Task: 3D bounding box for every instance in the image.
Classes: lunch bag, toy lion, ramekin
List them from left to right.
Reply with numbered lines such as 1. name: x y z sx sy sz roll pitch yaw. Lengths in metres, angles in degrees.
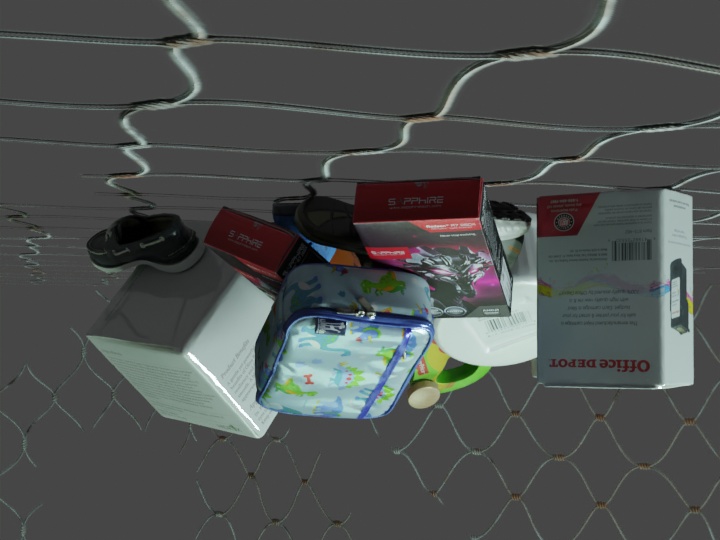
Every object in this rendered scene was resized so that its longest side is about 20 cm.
1. lunch bag: -0.017 0.076 1.333 0.160 0.083 0.200 7 144 -17
2. toy lion: 0.139 0.093 1.846 0.191 0.069 0.200 -16 136 2
3. ramekin: 0.167 0.029 1.572 0.200 0.098 0.201 -4 142 -3

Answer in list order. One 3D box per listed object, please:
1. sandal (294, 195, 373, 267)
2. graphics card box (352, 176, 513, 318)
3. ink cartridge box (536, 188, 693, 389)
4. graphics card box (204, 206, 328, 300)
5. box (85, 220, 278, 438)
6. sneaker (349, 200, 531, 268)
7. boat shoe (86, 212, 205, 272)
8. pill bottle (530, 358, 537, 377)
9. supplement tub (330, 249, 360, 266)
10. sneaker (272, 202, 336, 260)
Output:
1. sandal: 0.006 -0.030 1.429 0.201 0.080 0.057 16 126 -33
2. graphics card box: 0.076 -0.018 1.305 0.125 0.051 0.200 -2 151 15
3. ink cartridge box: 0.263 0.021 1.363 0.145 0.201 0.083 -2 176 36
4. graphics card box: -0.064 0.014 1.417 0.125 0.051 0.200 21 166 43
5. box: -0.178 0.066 1.596 0.200 0.199 0.171 5 142 43
6. sneaker: 0.084 -0.032 1.387 0.200 0.080 0.074 3 -159 -18
7. boat shoe: -0.272 -0.041 1.597 0.200 0.076 0.060 -2 134 39
8. pill bottle: 0.274 0.044 1.779 0.111 0.201 0.111 0 177 0
9. supplement tub: 0.000 0.000 1.721 0.122 0.123 0.200 -1 176 25
10. sneaker: -0.058 -0.036 1.494 0.066 0.079 0.200 2 176 7
